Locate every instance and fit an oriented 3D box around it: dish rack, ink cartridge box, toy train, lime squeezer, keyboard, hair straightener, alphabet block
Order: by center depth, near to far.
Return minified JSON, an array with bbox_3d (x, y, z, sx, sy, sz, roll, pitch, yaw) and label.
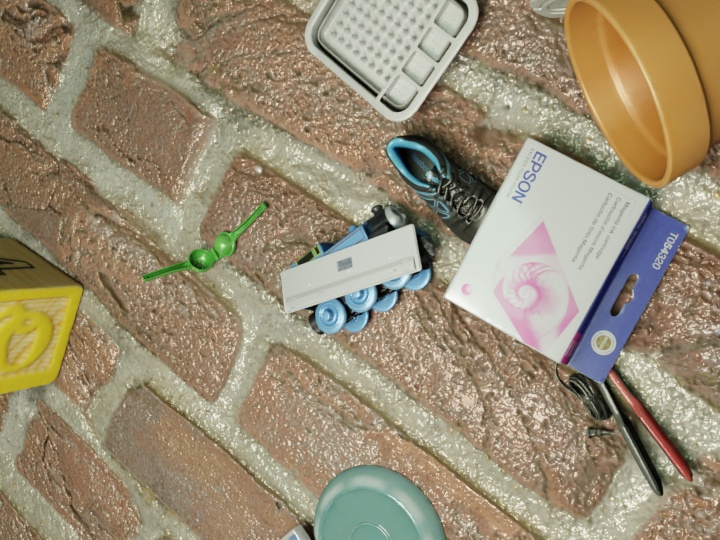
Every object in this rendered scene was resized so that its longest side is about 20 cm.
[{"bbox_3d":[0.220,-0.009,0.725,0.198,0.043,0.198,28,95,12],"label":"ink cartridge box"},{"bbox_3d":[0.273,0.159,0.745,0.077,0.041,0.201,-40,75,22],"label":"hair straightener"},{"bbox_3d":[-0.017,0.000,0.814,0.198,0.011,0.057,-19,65,28],"label":"keyboard"},{"bbox_3d":[0.039,-0.302,0.839,0.200,0.043,0.172,43,111,18],"label":"dish rack"},{"bbox_3d":[0.000,0.000,0.853,0.199,0.086,0.115,-36,71,24],"label":"toy train"},{"bbox_3d":[-0.217,-0.035,0.973,0.198,0.071,0.038,-32,59,-5],"label":"lime squeezer"},{"bbox_3d":[-0.616,0.071,1.105,0.198,0.196,0.198,29,106,22],"label":"alphabet block"}]

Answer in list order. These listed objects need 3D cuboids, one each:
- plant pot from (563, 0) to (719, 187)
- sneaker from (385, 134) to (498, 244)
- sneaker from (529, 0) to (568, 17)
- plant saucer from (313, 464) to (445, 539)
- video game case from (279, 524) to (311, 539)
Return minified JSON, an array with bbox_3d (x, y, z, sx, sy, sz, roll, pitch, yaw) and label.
[{"bbox_3d":[0.303,-0.201,0.639,0.139,0.200,0.202,-27,80,9],"label":"plant pot"},{"bbox_3d":[0.106,-0.088,0.794,0.199,0.082,0.074,40,106,18],"label":"sneaker"},{"bbox_3d":[0.273,-0.333,0.706,0.197,0.076,0.082,-2,82,25],"label":"sneaker"},{"bbox_3d":[0.017,0.363,0.893,0.197,0.027,0.204,1,93,27],"label":"plant saucer"},{"bbox_3d":[-0.090,0.482,0.942,0.183,0.022,0.200,52,121,15],"label":"video game case"}]
